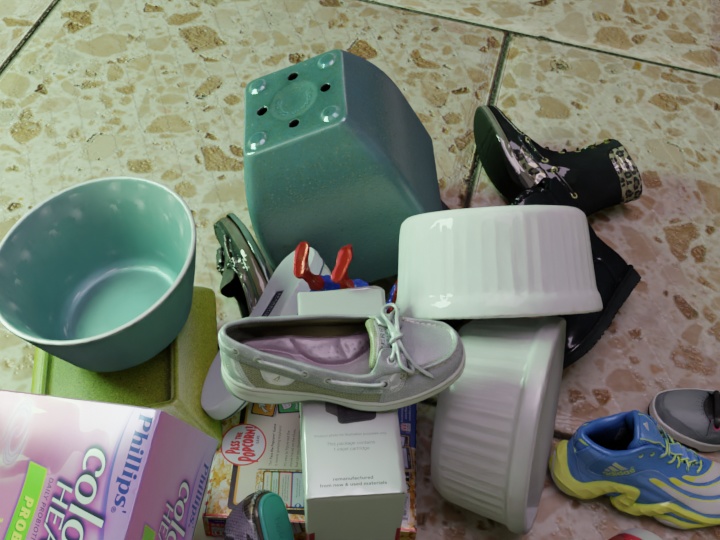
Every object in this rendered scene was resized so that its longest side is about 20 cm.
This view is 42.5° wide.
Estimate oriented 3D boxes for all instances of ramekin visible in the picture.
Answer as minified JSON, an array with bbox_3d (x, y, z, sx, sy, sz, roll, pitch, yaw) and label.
[{"bbox_3d":[0.128,-0.006,0.889,0.198,0.200,0.099,-2,88,-6],"label":"ramekin"},{"bbox_3d":[0.130,0.136,0.870,0.093,0.204,0.204,9,50,17],"label":"ramekin"}]

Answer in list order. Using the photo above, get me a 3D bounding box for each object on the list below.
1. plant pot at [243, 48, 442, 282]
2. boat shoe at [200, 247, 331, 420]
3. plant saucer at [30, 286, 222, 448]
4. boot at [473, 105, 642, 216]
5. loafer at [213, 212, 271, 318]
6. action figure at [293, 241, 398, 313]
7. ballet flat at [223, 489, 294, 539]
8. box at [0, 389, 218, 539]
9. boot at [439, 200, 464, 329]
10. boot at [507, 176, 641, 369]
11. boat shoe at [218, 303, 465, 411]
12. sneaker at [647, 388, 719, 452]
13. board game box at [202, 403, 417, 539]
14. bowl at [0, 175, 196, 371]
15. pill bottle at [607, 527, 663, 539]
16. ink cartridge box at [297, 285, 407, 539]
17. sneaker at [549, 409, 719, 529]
[{"bbox_3d":[-0.032,-0.118,1.010,0.194,0.201,0.198,-16,50,14],"label":"plant pot"},{"bbox_3d":[-0.083,0.072,0.922,0.070,0.070,0.201,-5,45,43],"label":"boat shoe"},{"bbox_3d":[-0.243,0.099,0.925,0.197,0.048,0.201,-11,50,1],"label":"plant saucer"},{"bbox_3d":[0.246,-0.141,1.174,0.152,0.074,0.205,-20,63,-17],"label":"boot"},{"bbox_3d":[-0.126,0.020,1.018,0.062,0.072,0.201,-24,59,-15],"label":"loafer"},{"bbox_3d":[0.000,0.000,0.922,0.065,0.200,0.100,9,71,20],"label":"action figure"},{"bbox_3d":[-0.072,0.294,0.798,0.071,0.072,0.202,-15,74,-17],"label":"ballet flat"},{"bbox_3d":[-0.242,0.202,0.758,0.198,0.097,0.178,3,67,23],"label":"box"},{"bbox_3d":[0.054,-0.019,1.065,0.164,0.066,0.200,-27,59,-26],"label":"boot"},{"bbox_3d":[0.208,-0.001,1.022,0.168,0.076,0.200,47,52,1],"label":"boot"},{"bbox_3d":[-0.013,0.065,0.741,0.199,0.065,0.075,1,52,-2],"label":"boat shoe"},{"bbox_3d":[0.403,0.136,0.935,0.197,0.121,0.084,8,50,2],"label":"sneaker"},{"bbox_3d":[-0.044,0.185,0.903,0.197,0.047,0.153,5,51,-1],"label":"board game box"},{"bbox_3d":[-0.241,0.016,0.893,0.198,0.106,0.202,-5,51,7],"label":"bowl"},{"bbox_3d":[0.185,0.311,0.780,0.198,0.111,0.111,-23,56,-22],"label":"pill bottle"},{"bbox_3d":[-0.012,0.136,0.820,0.082,0.146,0.202,-3,52,-4],"label":"ink cartridge box"},{"bbox_3d":[0.287,0.190,0.891,0.197,0.106,0.076,6,51,1],"label":"sneaker"}]
